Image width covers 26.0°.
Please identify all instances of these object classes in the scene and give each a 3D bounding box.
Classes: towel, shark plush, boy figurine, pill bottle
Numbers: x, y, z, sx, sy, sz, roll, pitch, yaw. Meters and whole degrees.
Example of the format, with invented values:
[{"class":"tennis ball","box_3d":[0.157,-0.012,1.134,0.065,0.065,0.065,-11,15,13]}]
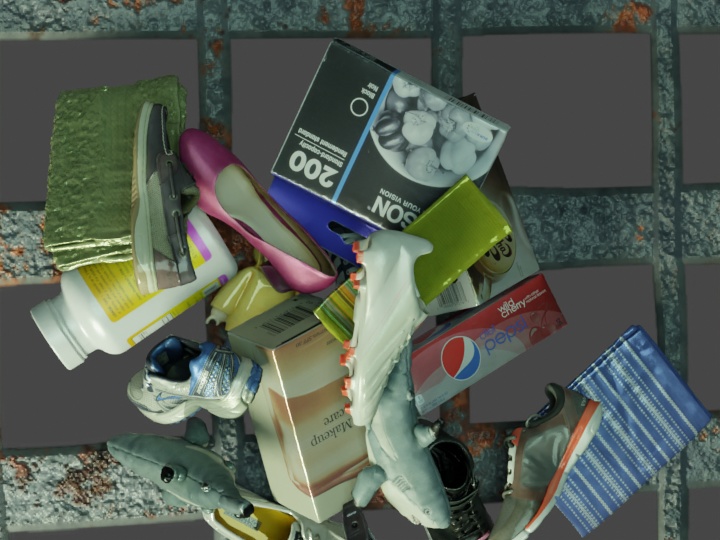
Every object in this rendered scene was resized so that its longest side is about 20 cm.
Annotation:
[{"class":"towel","box_3d":[0.273,0.174,1.707,0.200,0.024,0.145,-41,99,-4]},{"class":"towel","box_3d":[0.051,0.001,1.504,0.200,0.018,0.086,-42,126,6]},{"class":"shark plush","box_3d":[0.054,0.154,1.550,0.083,0.091,0.202,8,98,34]},{"class":"boy figurine","box_3d":[-0.094,0.045,1.619,0.123,0.064,0.202,18,93,-8]},{"class":"towel","box_3d":[-0.242,-0.099,1.554,0.147,0.037,0.202,-7,65,7]},{"class":"pill bottle","box_3d":[-0.230,0.014,1.574,0.199,0.104,0.105,-34,97,-7]},{"class":"shark plush","box_3d":[-0.174,0.215,1.552,0.083,0.200,0.091,22,101,-41]}]

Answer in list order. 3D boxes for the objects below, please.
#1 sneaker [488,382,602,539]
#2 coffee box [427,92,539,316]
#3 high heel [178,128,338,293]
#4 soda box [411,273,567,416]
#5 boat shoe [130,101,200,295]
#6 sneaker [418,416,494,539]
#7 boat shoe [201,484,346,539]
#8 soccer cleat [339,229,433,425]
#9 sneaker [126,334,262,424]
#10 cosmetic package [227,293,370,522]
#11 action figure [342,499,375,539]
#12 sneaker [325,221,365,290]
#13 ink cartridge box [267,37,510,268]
[{"class":"sneaker","box_3d":[0.176,0.207,1.647,0.082,0.077,0.201,33,72,1]},{"class":"coffee box","box_3d":[0.094,-0.069,1.614,0.113,0.079,0.201,-25,97,-44]},{"class":"high heel","box_3d":[-0.099,-0.060,1.518,0.067,0.096,0.201,-39,106,-32]},{"class":"soda box","box_3d":[0.114,0.078,1.627,0.199,0.070,0.064,-30,96,-22]},{"class":"boat shoe","box_3d":[-0.184,-0.070,1.475,0.064,0.072,0.201,-1,59,-6]},{"class":"sneaker","box_3d":[0.102,0.251,1.639,0.070,0.099,0.201,-28,98,-9]},{"class":"boat shoe","box_3d":[-0.072,0.280,1.626,0.199,0.070,0.071,28,88,-10]},{"class":"soccer cleat","box_3d":[0.025,0.059,1.476,0.077,0.069,0.202,3,113,-8]},{"class":"sneaker","box_3d":[-0.181,0.098,1.544,0.085,0.199,0.077,38,60,-29]},{"class":"cosmetic package","box_3d":[-0.050,0.138,1.575,0.103,0.087,0.201,-29,118,-30]},{"class":"action figure","box_3d":[0.017,0.324,1.610,0.130,0.069,0.200,-36,137,-4]},{"class":"sneaker","box_3d":[0.000,0.000,1.609,0.069,0.108,0.202,-8,93,-9]},{"class":"ink cartridge box","box_3d":[0.017,-0.096,1.535,0.197,0.043,0.201,27,106,5]}]
